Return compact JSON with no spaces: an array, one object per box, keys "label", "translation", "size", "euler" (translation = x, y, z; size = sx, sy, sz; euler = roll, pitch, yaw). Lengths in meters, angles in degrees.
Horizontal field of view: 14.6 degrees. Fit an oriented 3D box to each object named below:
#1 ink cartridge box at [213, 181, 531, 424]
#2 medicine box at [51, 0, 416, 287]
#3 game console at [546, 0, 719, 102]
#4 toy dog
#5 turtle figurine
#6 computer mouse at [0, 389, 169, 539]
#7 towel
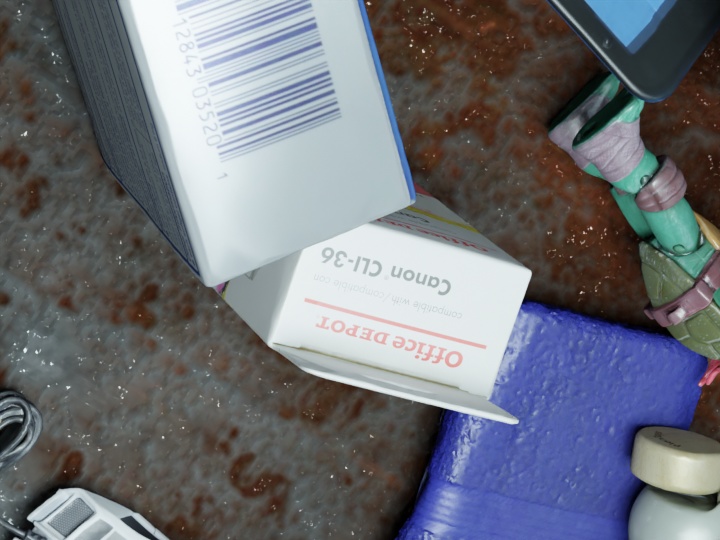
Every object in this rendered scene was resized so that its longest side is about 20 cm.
[{"label":"ink cartridge box","translation":[0.000,0.000,1.303],"size":[0.116,0.200,0.068],"euler":[14,102,-25]},{"label":"medicine box","translation":[-0.072,-0.119,1.235],"size":[0.102,0.200,0.183],"euler":[-21,114,-11]},{"label":"game console","translation":[0.143,-0.213,1.308],"size":[0.170,0.119,0.200],"euler":[-35,108,29]},{"label":"toy dog","translation":[0.214,0.135,1.462],"size":[0.199,0.096,0.133],"euler":[-20,122,-30]},{"label":"turtle figurine","translation":[0.181,-0.011,1.399],"size":[0.200,0.150,0.101],"euler":[45,73,-13]},{"label":"computer mouse","translation":[-0.139,0.146,1.388],"size":[0.200,0.044,0.110],"euler":[36,87,-21]},{"label":"towel","translation":[0.089,0.114,1.464],"size":[0.147,0.050,0.201],"euler":[14,101,-32]}]
